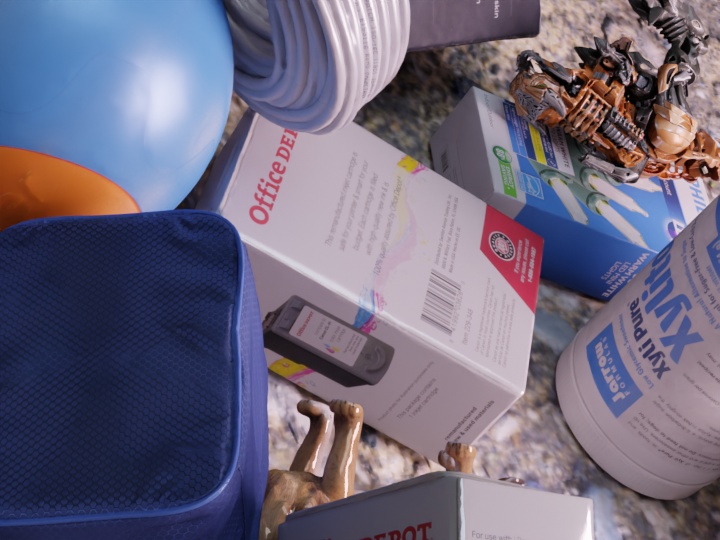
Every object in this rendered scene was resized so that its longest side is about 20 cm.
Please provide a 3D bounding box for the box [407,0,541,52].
[{"bbox_3d":[0.021,-0.250,1.185,0.117,0.198,0.199,14,19,42],"label":"box"}]

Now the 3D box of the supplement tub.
[{"bbox_3d":[0.226,0.037,1.099,0.131,0.200,0.132,22,42,-22],"label":"supplement tub"}]

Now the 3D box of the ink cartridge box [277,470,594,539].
[{"bbox_3d":[0.031,0.201,0.784,0.083,0.146,0.201,13,69,-32],"label":"ink cartridge box"}]

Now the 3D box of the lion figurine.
[{"bbox_3d":[0.002,0.138,0.923,0.199,0.072,0.123,20,77,-33],"label":"lion figurine"}]

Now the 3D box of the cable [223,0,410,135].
[{"bbox_3d":[-0.051,-0.167,0.951,0.069,0.200,0.200,-32,73,-20],"label":"cable"}]

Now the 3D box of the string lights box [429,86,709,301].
[{"bbox_3d":[0.149,-0.041,1.218,0.199,0.059,0.103,18,42,-26],"label":"string lights box"}]

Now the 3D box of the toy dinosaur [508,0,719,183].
[{"bbox_3d":[0.190,-0.107,1.221,0.200,0.102,0.136,35,47,-36],"label":"toy dinosaur"}]

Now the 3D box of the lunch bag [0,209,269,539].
[{"bbox_3d":[-0.111,0.086,0.823,0.135,0.133,0.201,-2,49,3],"label":"lunch bag"}]

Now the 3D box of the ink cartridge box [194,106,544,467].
[{"bbox_3d":[0.000,0.000,1.040,0.199,0.086,0.148,30,40,-11],"label":"ink cartridge box"}]

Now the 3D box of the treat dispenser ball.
[{"bbox_3d":[-0.164,-0.105,0.912,0.200,0.201,0.202,22,43,-22],"label":"treat dispenser ball"}]
